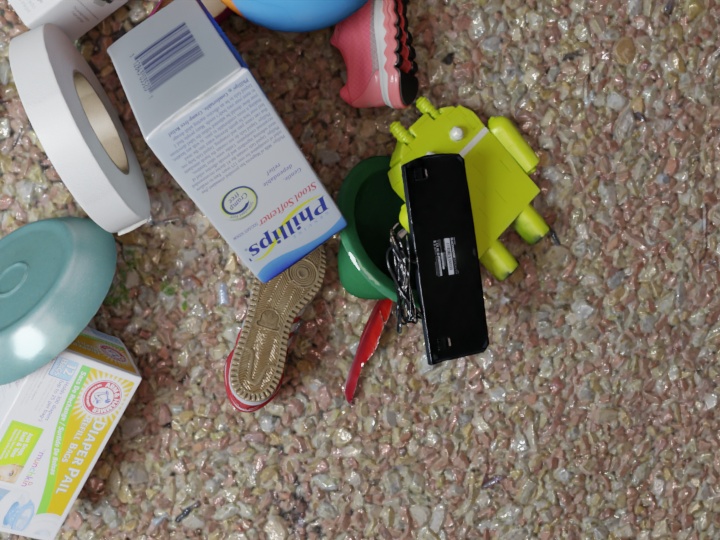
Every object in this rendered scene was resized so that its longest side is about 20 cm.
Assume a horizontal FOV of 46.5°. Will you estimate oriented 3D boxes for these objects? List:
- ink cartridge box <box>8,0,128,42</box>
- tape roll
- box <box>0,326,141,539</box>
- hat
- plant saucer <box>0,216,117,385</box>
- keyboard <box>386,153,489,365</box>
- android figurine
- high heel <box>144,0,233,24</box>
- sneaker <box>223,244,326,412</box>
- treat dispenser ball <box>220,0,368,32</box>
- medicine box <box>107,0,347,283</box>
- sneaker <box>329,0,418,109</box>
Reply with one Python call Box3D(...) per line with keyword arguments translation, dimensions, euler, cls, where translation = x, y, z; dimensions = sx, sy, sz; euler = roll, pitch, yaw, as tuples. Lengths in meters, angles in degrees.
Box3D(translation=(-0.271, -0.341, 0.821), dimensions=(0.199, 0.083, 0.147), euler=(-37, 86, 1), cls="ink cartridge box")
Box3D(translation=(-0.262, -0.133, 0.799), dimensions=(0.037, 0.203, 0.204), euler=(-25, 98, -1), cls="tape roll")
Box3D(translation=(-0.328, 0.156, 0.860), dimensions=(0.112, 0.101, 0.201), euler=(26, 95, -35), cls="box")
Box3D(translation=(0.000, 0.000, 0.920), dimensions=(0.165, 0.176, 0.201), euler=(34, 51, -16), cls="hat")
Box3D(translation=(-0.332, 0.017, 0.822), dimensions=(0.199, 0.200, 0.036), euler=(-33, 135, 1), cls="plant saucer")
Box3D(translation=(0.066, -0.011, 0.823), dimensions=(0.103, 0.040, 0.202), euler=(-8, 91, -30), cls="keyboard")
Box3D(translation=(0.111, -0.091, 0.882), dimensions=(0.182, 0.041, 0.200), euler=(-43, 97, -25), cls="android figurine")
Box3D(translation=(-0.159, -0.277, 0.840), dimensions=(0.067, 0.096, 0.201), euler=(31, 94, -6), cls="high heel")
Box3D(translation=(-0.096, 0.058, 0.908), dimensions=(0.071, 0.113, 0.201), euler=(22, 65, -4), cls="sneaker")
Box3D(translation=(-0.061, -0.320, 0.757), dimensions=(0.199, 0.201, 0.203), euler=(0, 97, -4), cls="treat dispenser ball")
Box3D(translation=(-0.124, -0.123, 0.780), dimensions=(0.103, 0.183, 0.200), euler=(-34, 134, 0), cls="medicine box")
Box3D(translation=(0.004, -0.265, 0.866), dimensions=(0.086, 0.074, 0.202), euler=(-5, 88, 23), cls="sneaker")
